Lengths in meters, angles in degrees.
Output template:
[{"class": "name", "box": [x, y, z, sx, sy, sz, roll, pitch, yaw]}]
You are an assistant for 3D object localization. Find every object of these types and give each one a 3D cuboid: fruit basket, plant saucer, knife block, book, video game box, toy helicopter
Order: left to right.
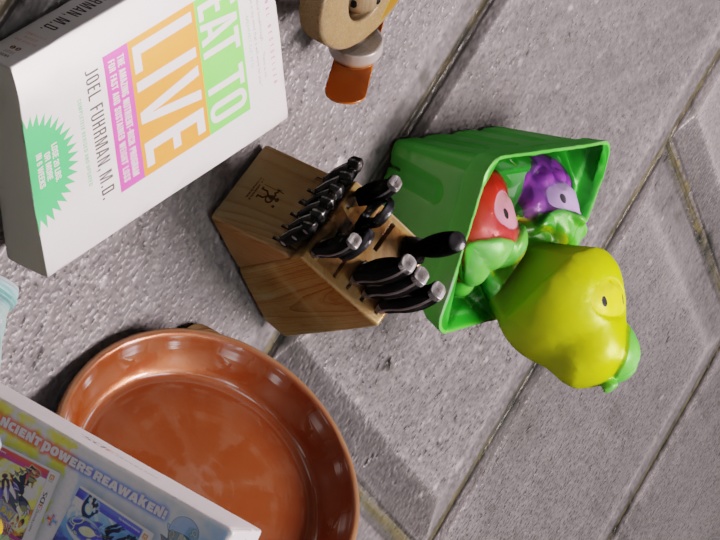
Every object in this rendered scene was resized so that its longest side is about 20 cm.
[{"class": "video game box", "box": [-0.177, 0.178, 1.153, 0.183, 0.199, 0.047, -66, 157, 6]}, {"class": "book", "box": [-0.125, -0.104, 1.177, 0.200, 0.048, 0.134, -39, 140, -38]}, {"class": "plant saucer", "box": [-0.096, 0.129, 1.278, 0.200, 0.200, 0.032, -36, 170, -42]}, {"class": "knife block", "box": [0.000, 0.000, 1.339, 0.064, 0.175, 0.200, -53, 152, -18]}, {"class": "toy helicopter", "box": [0.022, -0.182, 1.334, 0.200, 0.079, 0.133, -23, 134, -58]}, {"class": "fruit basket", "box": [0.128, -0.013, 1.532, 0.215, 0.215, 0.156, -13, 124, -57]}]

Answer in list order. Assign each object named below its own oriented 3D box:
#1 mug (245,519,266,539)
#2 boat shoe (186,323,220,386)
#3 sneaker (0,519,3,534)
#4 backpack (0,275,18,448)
[{"class": "mug", "box": [-0.159, 0.246, 1.312, 0.175, 0.148, 0.201, -26, 145, -41]}, {"class": "boat shoe", "box": [-0.080, 0.113, 1.414, 0.070, 0.070, 0.200, -49, 149, -24]}, {"class": "sneaker", "box": [-0.199, 0.174, 0.937, 0.082, 0.078, 0.201, 36, 46, -37]}, {"class": "backpack", "box": [-0.246, 0.021, 0.893, 0.177, 0.199, 0.151, 34, 63, -62]}]
